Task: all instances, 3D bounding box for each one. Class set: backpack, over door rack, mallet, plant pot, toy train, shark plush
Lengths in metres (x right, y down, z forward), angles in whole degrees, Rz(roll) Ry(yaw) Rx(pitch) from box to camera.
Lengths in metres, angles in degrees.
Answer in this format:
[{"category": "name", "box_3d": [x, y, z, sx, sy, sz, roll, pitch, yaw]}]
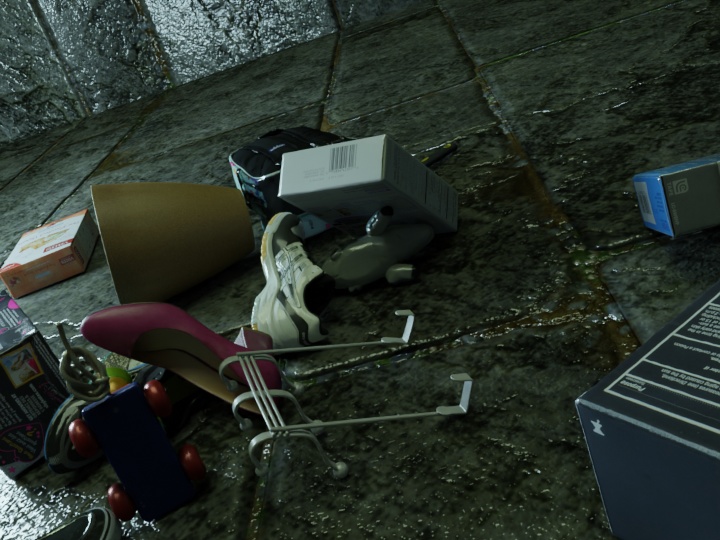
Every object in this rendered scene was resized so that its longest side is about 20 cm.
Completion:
[{"category": "backpack", "box_3d": [-0.097, -0.137, 1.159, 0.177, 0.151, 0.200, -23, 33, -23]}, {"category": "over door rack", "box_3d": [-0.016, 0.113, 0.707, 0.199, 0.067, 0.148, -13, 27, -16]}, {"category": "mallet", "box_3d": [0.077, -0.157, 1.213, 0.066, 0.041, 0.200, 6, 31, 38]}, {"category": "plant pot", "box_3d": [-0.258, -0.050, 1.102, 0.199, 0.187, 0.186, -15, 23, -14]}, {"category": "toy train", "box_3d": [-0.219, 0.114, 0.696, 0.084, 0.201, 0.116, -27, 21, -15]}, {"category": "shark plush", "box_3d": [0.000, 0.000, 0.962, 0.200, 0.091, 0.083, -36, 1, 14]}]

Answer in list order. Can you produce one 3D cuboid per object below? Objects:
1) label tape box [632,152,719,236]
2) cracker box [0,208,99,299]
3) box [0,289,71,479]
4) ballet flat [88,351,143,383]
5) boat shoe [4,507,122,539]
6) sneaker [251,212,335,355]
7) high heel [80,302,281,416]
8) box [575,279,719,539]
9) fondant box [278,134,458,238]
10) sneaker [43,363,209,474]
[{"category": "label tape box", "box_3d": [0.385, -0.092, 0.762, 0.199, 0.064, 0.144, -15, 4, 12]}, {"category": "cracker box", "box_3d": [-0.558, -0.035, 1.410, 0.134, 0.058, 0.200, -22, 26, -2]}, {"category": "box", "box_3d": [-0.405, 0.125, 0.889, 0.115, 0.132, 0.200, -35, 29, -22]}, {"category": "ballet flat", "box_3d": [-0.248, 0.103, 0.901, 0.075, 0.068, 0.200, -5, 24, 9]}, {"category": "boat shoe", "box_3d": [-0.278, 0.251, 0.613, 0.073, 0.068, 0.199, 6, 36, 43]}, {"category": "sneaker", "box_3d": [-0.068, 0.011, 0.909, 0.087, 0.076, 0.201, -12, 50, 14]}, {"category": "high heel", "box_3d": [-0.172, 0.089, 0.762, 0.199, 0.068, 0.096, 8, 39, -19]}, {"category": "box", "box_3d": [0.272, 0.096, 0.449, 0.198, 0.124, 0.200, -31, 25, -24]}, {"category": "fondant box", "box_3d": [0.015, -0.094, 0.959, 0.144, 0.200, 0.058, -5, 73, 30]}, {"category": "sneaker", "box_3d": [-0.230, 0.139, 0.800, 0.199, 0.071, 0.083, -29, 20, -24]}]
